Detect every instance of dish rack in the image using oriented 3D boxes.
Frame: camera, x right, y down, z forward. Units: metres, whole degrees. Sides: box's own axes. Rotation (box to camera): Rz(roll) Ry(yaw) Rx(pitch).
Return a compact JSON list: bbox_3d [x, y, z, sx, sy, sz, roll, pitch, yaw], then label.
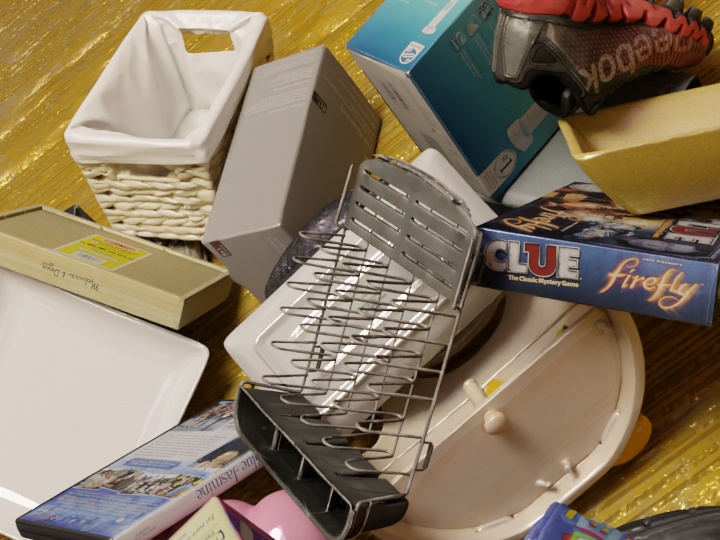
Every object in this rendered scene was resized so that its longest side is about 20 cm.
[{"bbox_3d":[-0.002,0.036,0.675,0.153,0.054,0.202,35,114,52],"label":"dish rack"}]

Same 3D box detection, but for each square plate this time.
[{"bbox_3d":[-0.244,0.121,0.937,0.196,0.028,0.202,21,83,8],"label":"square plate"}]

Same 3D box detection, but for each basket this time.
[{"bbox_3d":[-0.160,-0.133,1.057,0.134,0.124,0.201,4,45,16],"label":"basket"}]

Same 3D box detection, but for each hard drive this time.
[{"bbox_3d":[0.149,-0.101,0.898,0.199,0.033,0.140,18,68,45],"label":"hard drive"}]

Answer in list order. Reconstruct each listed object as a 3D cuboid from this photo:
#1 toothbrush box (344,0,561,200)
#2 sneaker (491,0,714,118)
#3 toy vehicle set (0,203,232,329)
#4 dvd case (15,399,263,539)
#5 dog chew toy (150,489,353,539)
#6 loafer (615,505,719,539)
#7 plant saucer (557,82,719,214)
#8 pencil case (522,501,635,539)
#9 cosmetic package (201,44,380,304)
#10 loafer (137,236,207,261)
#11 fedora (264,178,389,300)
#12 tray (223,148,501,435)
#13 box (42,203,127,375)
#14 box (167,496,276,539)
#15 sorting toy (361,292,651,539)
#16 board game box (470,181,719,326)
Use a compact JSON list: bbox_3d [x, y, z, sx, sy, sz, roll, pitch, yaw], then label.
[{"bbox_3d":[0.109,-0.180,0.860,0.200,0.147,0.085,-48,42,-6],"label":"toothbrush box"},{"bbox_3d":[0.168,-0.155,0.813,0.071,0.198,0.099,33,116,51],"label":"sneaker"},{"bbox_3d":[-0.219,-0.007,0.982,0.198,0.124,0.027,19,104,10],"label":"toy vehicle set"},{"bbox_3d":[-0.132,0.142,0.827,0.199,0.018,0.142,-29,14,-40],"label":"dvd case"},{"bbox_3d":[-0.098,0.212,0.771,0.198,0.125,0.125,-26,43,7],"label":"dog chew toy"},{"bbox_3d":[0.129,0.193,0.653,0.199,0.068,0.071,-27,74,11],"label":"loafer"},{"bbox_3d":[0.231,-0.084,0.730,0.197,0.049,0.200,-11,13,10],"label":"plant saucer"},{"bbox_3d":[0.163,0.193,0.564,0.198,0.088,0.078,26,42,21],"label":"pencil case"},{"bbox_3d":[-0.055,-0.079,0.985,0.089,0.107,0.202,-13,51,28],"label":"cosmetic package"},{"bbox_3d":[-0.211,-0.043,1.109,0.072,0.063,0.200,-43,41,0],"label":"loafer"},{"bbox_3d":[0.000,0.000,0.847,0.200,0.092,0.201,-35,20,14],"label":"fedora"},{"bbox_3d":[0.009,0.020,0.770,0.200,0.022,0.108,-43,77,2],"label":"tray"},{"bbox_3d":[-0.304,0.064,1.075,0.162,0.086,0.201,-27,44,16],"label":"box"},{"bbox_3d":[-0.028,0.253,0.633,0.097,0.176,0.200,-42,41,0],"label":"box"},{"bbox_3d":[0.084,0.074,0.763,0.200,0.107,0.180,-41,31,8],"label":"sorting toy"},{"bbox_3d":[0.164,-0.017,0.695,0.134,0.200,0.035,10,106,24],"label":"board game box"}]
